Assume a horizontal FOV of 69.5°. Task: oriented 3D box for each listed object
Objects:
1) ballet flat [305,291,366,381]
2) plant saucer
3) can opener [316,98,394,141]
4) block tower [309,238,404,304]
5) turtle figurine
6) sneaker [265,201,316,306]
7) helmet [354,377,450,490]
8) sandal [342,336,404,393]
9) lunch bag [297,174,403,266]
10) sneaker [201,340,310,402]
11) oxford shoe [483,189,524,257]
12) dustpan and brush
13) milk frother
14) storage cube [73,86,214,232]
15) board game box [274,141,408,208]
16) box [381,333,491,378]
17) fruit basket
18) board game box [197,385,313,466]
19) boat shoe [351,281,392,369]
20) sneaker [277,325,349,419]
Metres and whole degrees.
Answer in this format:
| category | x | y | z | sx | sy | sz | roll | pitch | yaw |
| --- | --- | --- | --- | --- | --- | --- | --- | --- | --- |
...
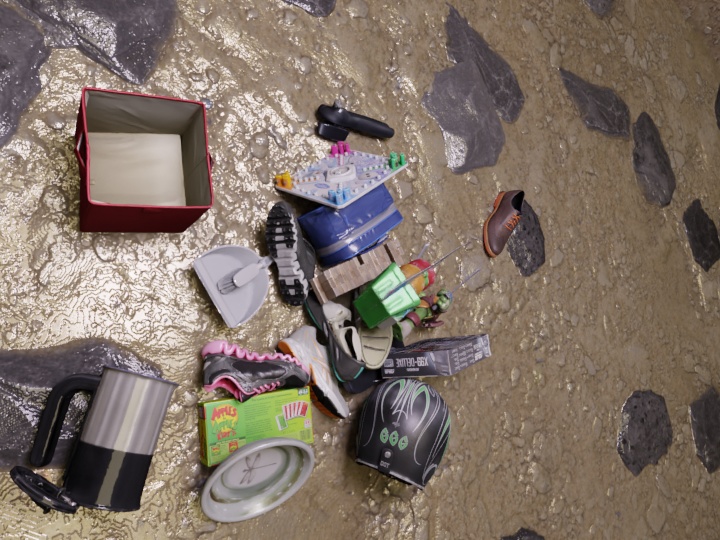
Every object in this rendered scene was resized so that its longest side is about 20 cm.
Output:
| category | x | y | z | sx | sy | sz | roll | pitch | yaw |
| --- | --- | --- | --- | --- | --- | --- | --- | --- | --- |
| ballet flat | -0.041 | 0.114 | 1.001 | 0.068 | 0.068 | 0.202 | 14 | 44 | -58 |
| plant saucer | -0.176 | 0.342 | 0.882 | 0.198 | 0.050 | 0.202 | -18 | 133 | -20 |
| can opener | -0.010 | -0.330 | 1.159 | 0.198 | 0.079 | 0.064 | -2 | 43 | -36 |
| block tower | 0.000 | 0.000 | 1.021 | 0.198 | 0.058 | 0.055 | -26 | 87 | -32 |
| turtle figurine | 0.122 | 0.051 | 1.118 | 0.193 | 0.201 | 0.144 | -30 | 63 | -29 |
| sneaker | -0.129 | -0.040 | 0.996 | 0.091 | 0.065 | 0.203 | -50 | 135 | -59 |
| helmet | 0.086 | 0.304 | 1.012 | 0.199 | 0.199 | 0.193 | 32 | 67 | -23 |
| sandal | 0.041 | 0.198 | 1.072 | 0.199 | 0.042 | 0.077 | -29 | 99 | -50 |
| lunch bag | -0.011 | -0.099 | 1.059 | 0.199 | 0.135 | 0.134 | -36 | 103 | -30 |
| sneaker | -0.185 | 0.192 | 0.911 | 0.197 | 0.079 | 0.096 | 15 | 47 | -18 |
| oxford shoe | 0.377 | -0.129 | 1.352 | 0.071 | 0.072 | 0.202 | 30 | 66 | -25 |
| dustpan and brush | -0.201 | -0.001 | 0.962 | 0.141 | 0.057 | 0.200 | 62 | 27 | -10 |
| milk frother | -0.367 | 0.232 | 0.733 | 0.179 | 0.199 | 0.191 | 20 | 70 | -24 |
| storage cube | -0.349 | -0.161 | 0.829 | 0.198 | 0.179 | 0.174 | -3 | 82 | -34 |
| board game box | -0.040 | -0.198 | 1.030 | 0.199 | 0.199 | 0.026 | -37 | 131 | -32 |
| box | 0.158 | 0.174 | 1.069 | 0.199 | 0.156 | 0.051 | -5 | 86 | -55 |
| fruit basket | 0.093 | 0.030 | 0.972 | 0.198 | 0.185 | 0.095 | -25 | 81 | -28 |
| board game box | -0.185 | 0.273 | 0.931 | 0.198 | 0.047 | 0.103 | -2 | 82 | -33 |
| boat shoe | 0.020 | 0.108 | 1.055 | 0.074 | 0.069 | 0.203 | 7 | 62 | -14 |
| sneaker | -0.070 | 0.194 | 1.008 | 0.092 | 0.075 | 0.201 | -41 | 105 | -36 |
